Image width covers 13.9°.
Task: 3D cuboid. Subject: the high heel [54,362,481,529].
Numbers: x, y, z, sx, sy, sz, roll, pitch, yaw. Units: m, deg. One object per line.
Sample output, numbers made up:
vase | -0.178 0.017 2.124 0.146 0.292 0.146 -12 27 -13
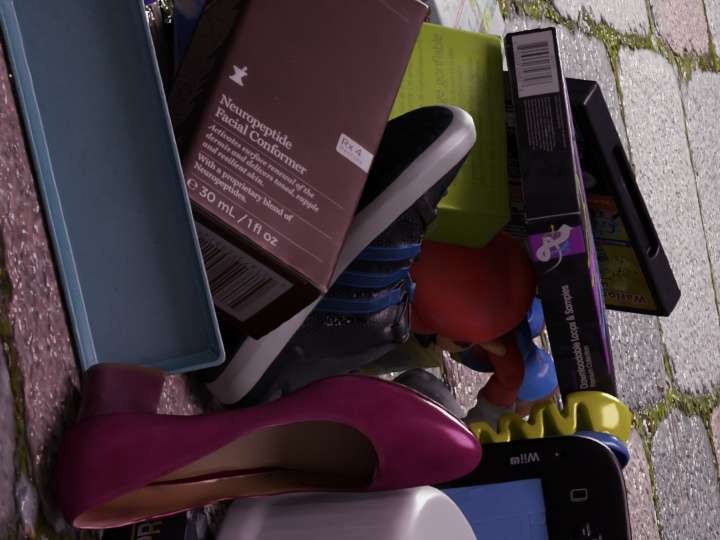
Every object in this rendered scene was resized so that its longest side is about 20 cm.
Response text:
high heel | -0.042 0.098 1.382 0.096 0.199 0.068 -86 -179 -48

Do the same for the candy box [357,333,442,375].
candy box | -0.009 -0.023 1.737 0.200 0.055 0.116 43 41 -61

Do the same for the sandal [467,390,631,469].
sandal | 0.064 0.132 1.649 0.080 0.199 0.087 75 -2 -59

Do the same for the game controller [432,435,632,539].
game controller | 0.047 0.149 1.598 0.042 0.199 0.105 -96 179 -82

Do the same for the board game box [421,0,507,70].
board game box | 0.054 -0.142 1.979 0.148 0.064 0.201 -72 148 -57

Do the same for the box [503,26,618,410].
box | 0.116 -0.018 1.680 0.201 0.036 0.144 76 7 -49

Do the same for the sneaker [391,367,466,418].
sneaker | 0.019 0.100 1.747 0.200 0.076 0.081 42 31 -70

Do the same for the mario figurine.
mario figurine | 0.053 0.028 1.732 0.123 0.106 0.200 38 -4 24

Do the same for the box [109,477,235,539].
box | -0.067 0.194 1.462 0.200 0.049 0.162 59 29 -46

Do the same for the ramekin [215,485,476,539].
ramekin | 0.005 0.199 1.443 0.200 0.097 0.202 -9 90 -72

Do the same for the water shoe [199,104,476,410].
water shoe | 0.000 0.000 1.559 0.079 0.200 0.072 40 8 -26

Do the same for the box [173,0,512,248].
box | -0.016 -0.087 1.621 0.048 0.199 0.123 133 -39 -55

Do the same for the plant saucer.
plant saucer | -0.120 -0.046 1.412 0.019 0.069 0.201 -96 173 -83

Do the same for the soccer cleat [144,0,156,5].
soccer cleat | -0.150 -0.168 1.412 0.074 0.068 0.200 -68 155 -16

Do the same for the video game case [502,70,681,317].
video game case | 0.084 -0.053 1.819 0.026 0.199 0.181 -56 137 -32

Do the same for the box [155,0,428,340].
box | -0.045 -0.077 1.518 0.100 0.075 0.201 33 51 -19
